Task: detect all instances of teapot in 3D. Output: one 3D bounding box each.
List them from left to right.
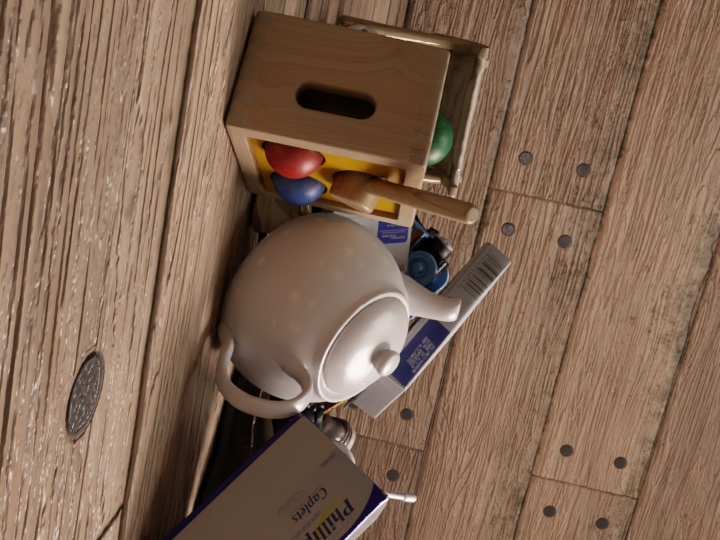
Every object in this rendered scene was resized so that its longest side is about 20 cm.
[{"bbox_3d":[-0.026,0.053,0.790,0.200,0.146,0.197,-52,148,-2],"label":"teapot"}]

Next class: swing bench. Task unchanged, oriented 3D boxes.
[{"bbox_3d":[0.054,-0.225,1.148,0.130,0.199,0.200,-99,-161,-69],"label":"swing bench"}]

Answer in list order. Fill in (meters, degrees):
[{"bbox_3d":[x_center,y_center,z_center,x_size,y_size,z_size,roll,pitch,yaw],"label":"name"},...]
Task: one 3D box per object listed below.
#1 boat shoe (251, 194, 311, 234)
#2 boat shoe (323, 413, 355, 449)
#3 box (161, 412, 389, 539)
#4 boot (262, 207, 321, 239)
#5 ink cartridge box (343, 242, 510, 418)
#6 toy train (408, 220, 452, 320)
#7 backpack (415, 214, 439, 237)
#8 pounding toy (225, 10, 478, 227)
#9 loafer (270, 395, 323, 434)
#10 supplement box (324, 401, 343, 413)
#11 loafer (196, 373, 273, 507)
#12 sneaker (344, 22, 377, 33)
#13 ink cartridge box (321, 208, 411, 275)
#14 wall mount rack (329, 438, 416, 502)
[{"bbox_3d":[-0.056,-0.130,0.840,0.071,0.064,0.201,71,31,-86],"label":"boat shoe"},{"bbox_3d":[-0.089,0.219,1.170,0.200,0.057,0.067,-10,-136,47],"label":"boat shoe"},{"bbox_3d":[-0.080,0.239,0.746,0.184,0.105,0.200,-42,166,-17],"label":"box"},{"bbox_3d":[-0.071,-0.018,0.982,0.151,0.073,0.201,-72,174,-58],"label":"boot"},{"bbox_3d":[0.072,0.078,0.970,0.196,0.043,0.200,-48,174,-23],"label":"ink cartridge box"},{"bbox_3d":[0.025,0.015,1.086,0.200,0.114,0.087,-45,160,9],"label":"toy train"},{"bbox_3d":[-0.001,-0.017,1.376,0.147,0.182,0.201,-120,-132,-62],"label":"backpack"},{"bbox_3d":[0.000,-0.100,0.696,0.184,0.199,0.143,92,11,-76],"label":"pounding toy"},{"bbox_3d":[-0.077,0.209,0.962,0.070,0.068,0.201,-28,-123,55],"label":"loafer"},{"bbox_3d":[-0.064,0.124,1.133,0.111,0.085,0.200,58,4,-1],"label":"supplement box"},{"bbox_3d":[-0.120,0.198,0.918,0.073,0.071,0.201,97,6,-66],"label":"loafer"},{"bbox_3d":[-0.015,-0.209,0.993,0.078,0.082,0.200,99,11,-59],"label":"sneaker"},{"bbox_3d":[0.010,-0.088,0.893,0.039,0.099,0.201,35,-56,57],"label":"ink cartridge box"},{"bbox_3d":[-0.037,0.300,1.023,0.201,0.173,0.075,-65,176,8],"label":"wall mount rack"}]
